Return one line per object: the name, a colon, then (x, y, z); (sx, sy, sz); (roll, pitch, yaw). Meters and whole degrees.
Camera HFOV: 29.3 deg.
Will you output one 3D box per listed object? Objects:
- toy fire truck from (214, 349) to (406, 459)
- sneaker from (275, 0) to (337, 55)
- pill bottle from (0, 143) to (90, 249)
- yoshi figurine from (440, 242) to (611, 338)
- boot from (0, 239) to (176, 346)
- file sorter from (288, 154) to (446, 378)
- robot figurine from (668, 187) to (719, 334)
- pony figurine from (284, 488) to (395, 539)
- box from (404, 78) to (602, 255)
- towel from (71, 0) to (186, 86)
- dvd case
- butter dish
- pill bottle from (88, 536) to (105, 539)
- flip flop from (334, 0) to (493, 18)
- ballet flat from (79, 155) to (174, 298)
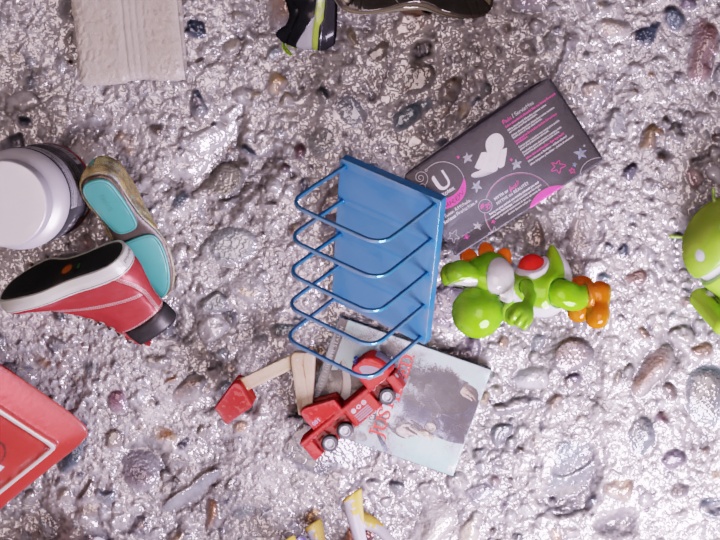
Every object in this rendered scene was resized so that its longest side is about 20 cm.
toy fire truck: (-0.060, 0.147, 1.660); (0.200, 0.049, 0.141); (-40, 94, 6)
sneaker: (-0.068, -0.352, 1.602); (0.082, 0.072, 0.201); (2, 97, 3)
pill bottle: (-0.382, -0.085, 1.580); (0.115, 0.200, 0.117); (0, 98, 2)
yoshi figurine: (0.186, 0.042, 1.616); (0.199, 0.112, 0.113); (9, 134, -15)
boot: (-0.328, 0.050, 1.665); (0.199, 0.073, 0.145); (-13, 129, 25)
file sorter: (0.000, 0.000, 1.560); (0.138, 0.123, 0.201); (24, 129, 26)
robot figurine: (0.464, -0.008, 1.612); (0.200, 0.116, 0.176); (37, 109, -3)
pony figurine: (-0.013, 0.397, 1.675); (0.193, 0.167, 0.200); (-34, 80, -2)
box: (0.162, -0.123, 1.596); (0.200, 0.132, 0.115); (-33, 93, 6)
towel: (-0.279, -0.322, 1.631); (0.132, 0.034, 0.201); (-4, 99, 3)
dvd case: (0.044, 0.154, 1.692); (0.199, 0.022, 0.147); (20, 98, 0)
butter dish: (-0.468, 0.175, 1.653); (0.199, 0.148, 0.200); (-39, 136, 5)
pill bottle: (-0.389, 0.415, 1.691); (0.199, 0.113, 0.114); (-29, 96, 5)
flip flop: (0.059, -0.327, 1.604); (0.199, 0.058, 0.082); (-6, 87, -16)
ballet flat: (-0.273, -0.054, 1.642); (0.070, 0.071, 0.200); (-22, 127, 4)
